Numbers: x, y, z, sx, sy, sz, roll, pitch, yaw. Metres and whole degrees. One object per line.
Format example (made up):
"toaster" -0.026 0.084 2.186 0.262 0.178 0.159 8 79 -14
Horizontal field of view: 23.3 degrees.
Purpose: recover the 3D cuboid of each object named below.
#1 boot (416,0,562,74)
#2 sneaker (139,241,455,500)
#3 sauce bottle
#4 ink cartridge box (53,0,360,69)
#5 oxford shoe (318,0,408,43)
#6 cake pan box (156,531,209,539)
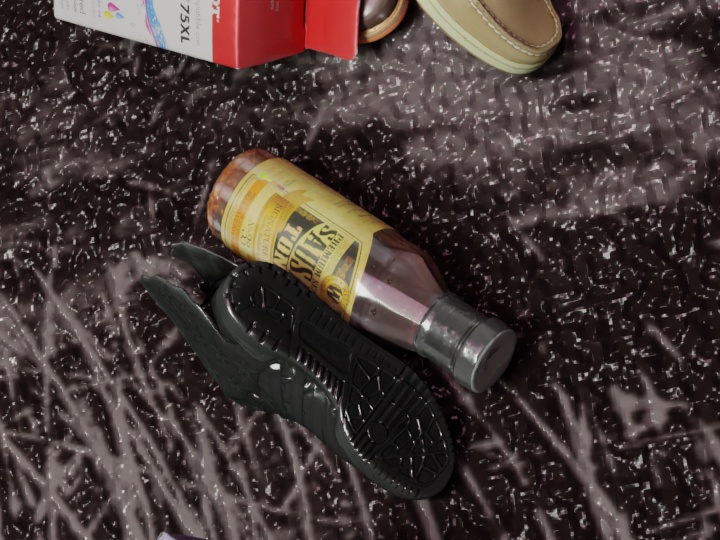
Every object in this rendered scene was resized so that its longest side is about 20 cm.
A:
"boot" 0.079 -0.216 0.946 0.154 0.072 0.201 -28 99 47
"sneaker" -0.037 0.056 0.989 0.200 0.104 0.060 45 66 -5
"sauce bottle" 0.000 0.000 0.989 0.199 0.066 0.066 31 88 30
"ink cartridge box" -0.094 -0.194 1.049 0.199 0.067 0.117 18 117 34
"oxford shoe" -0.033 -0.226 1.066 0.071 0.073 0.201 -33 65 11
"cake pan box" 0.000 0.201 0.853 0.183 0.200 0.053 27 89 30
